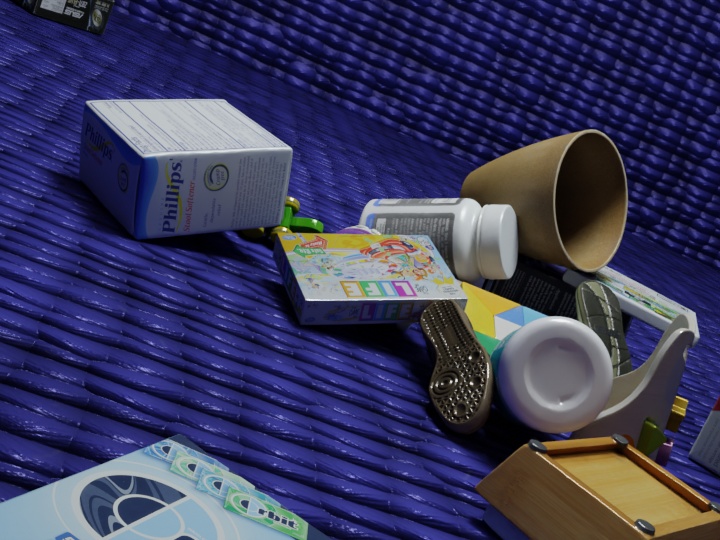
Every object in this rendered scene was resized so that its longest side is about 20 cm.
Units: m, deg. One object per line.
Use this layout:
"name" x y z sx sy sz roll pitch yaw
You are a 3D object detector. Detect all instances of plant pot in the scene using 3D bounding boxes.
"plant pot" 0.242 -0.095 1.456 0.198 0.190 0.185 2 -5 44

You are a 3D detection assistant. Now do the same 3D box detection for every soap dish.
"soap dish" 0.212 0.209 0.878 0.198 0.082 0.157 7 23 -48

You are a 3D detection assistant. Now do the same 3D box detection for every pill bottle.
"pill bottle" 0.188 0.110 1.077 0.109 0.112 0.200 25 -6 3
"pill bottle" 0.104 -0.039 1.385 0.196 0.116 0.113 2 5 24

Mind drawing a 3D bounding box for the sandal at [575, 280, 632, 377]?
"sandal" 0.305 0.104 1.346 0.079 0.058 0.203 23 47 -14

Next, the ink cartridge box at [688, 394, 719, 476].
"ink cartridge box" 0.526 0.211 1.260 0.198 0.148 0.082 31 17 26

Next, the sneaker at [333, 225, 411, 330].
"sneaker" 0.000 0.000 1.297 0.082 0.082 0.200 8 21 -31

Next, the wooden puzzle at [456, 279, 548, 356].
"wooden puzzle" 0.176 0.083 1.273 0.182 0.038 0.201 21 31 -12

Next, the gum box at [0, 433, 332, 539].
"gum box" -0.097 0.171 0.568 0.168 0.045 0.199 29 15 19

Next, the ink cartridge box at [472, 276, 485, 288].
"ink cartridge box" 0.125 -0.012 1.612 0.093 0.045 0.199 35 17 30

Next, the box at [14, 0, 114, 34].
"box" -0.700 -0.632 2.399 0.163 0.087 0.199 34 16 33

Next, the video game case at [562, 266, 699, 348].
"video game case" 0.388 0.039 1.486 0.198 0.022 0.182 29 15 11

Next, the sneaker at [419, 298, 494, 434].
"sneaker" 0.113 0.110 1.094 0.076 0.070 0.201 55 15 -31

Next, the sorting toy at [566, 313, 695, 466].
"sorting toy" 0.303 0.133 1.100 0.106 0.183 0.200 27 14 15

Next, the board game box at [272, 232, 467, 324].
"board game box" 0.009 0.008 1.202 0.196 0.035 0.135 0 35 -22

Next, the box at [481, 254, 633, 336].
"box" 0.279 0.053 1.511 0.197 0.106 0.148 24 13 0

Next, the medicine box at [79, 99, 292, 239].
"medicine box" -0.213 -0.128 1.250 0.197 0.105 0.182 -8 30 -34

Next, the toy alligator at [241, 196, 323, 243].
"toy alligator" -0.147 -0.072 1.375 0.196 0.060 0.054 15 -29 -9
